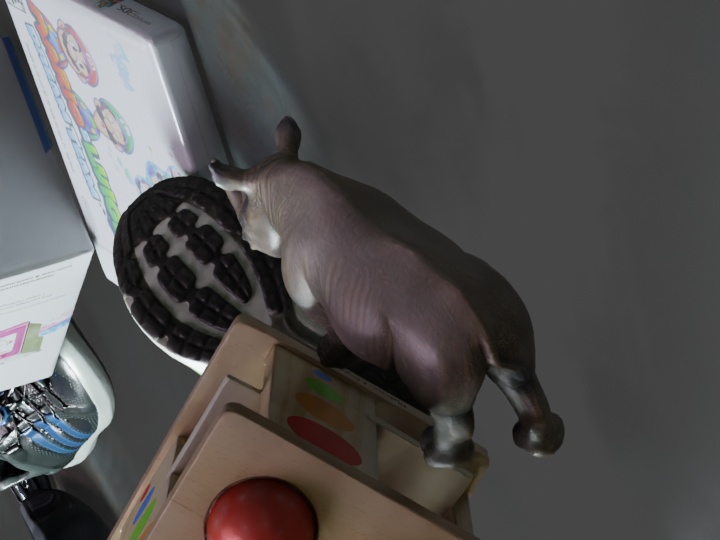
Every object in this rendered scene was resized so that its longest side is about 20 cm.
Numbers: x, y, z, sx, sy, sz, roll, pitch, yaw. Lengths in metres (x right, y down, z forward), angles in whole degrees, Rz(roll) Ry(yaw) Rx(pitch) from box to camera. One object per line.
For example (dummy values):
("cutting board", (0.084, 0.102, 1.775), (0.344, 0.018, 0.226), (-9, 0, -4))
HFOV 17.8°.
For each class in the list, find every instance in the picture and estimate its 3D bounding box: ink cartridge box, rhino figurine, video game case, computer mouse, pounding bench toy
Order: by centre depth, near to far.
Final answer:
("pounding bench toy", (0.005, 0.135, 0.911), (0.199, 0.125, 0.156), (30, -169, -8))
("rhino figurine", (0.000, 0.000, 0.919), (0.200, 0.060, 0.088), (39, 157, 39))
("video game case", (-0.111, -0.054, 1.159), (0.182, 0.024, 0.201), (31, 144, 52))
("ink cartridge box", (-0.230, -0.023, 1.346), (0.145, 0.084, 0.200), (67, 157, 16))
("computer mouse", (-0.213, 0.196, 1.688), (0.139, 0.052, 0.200), (69, 169, -17))

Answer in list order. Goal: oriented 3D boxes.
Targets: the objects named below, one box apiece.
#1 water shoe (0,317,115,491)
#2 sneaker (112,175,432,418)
("water shoe", (-0.211, 0.095, 1.503), (0.072, 0.079, 0.200), (54, 158, 17))
("sneaker", (-0.041, 0.042, 1.055), (0.200, 0.077, 0.089), (48, 171, 21))
